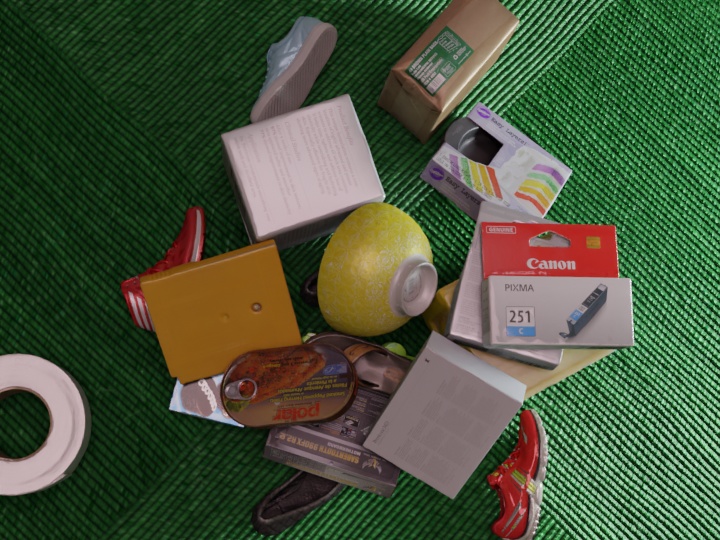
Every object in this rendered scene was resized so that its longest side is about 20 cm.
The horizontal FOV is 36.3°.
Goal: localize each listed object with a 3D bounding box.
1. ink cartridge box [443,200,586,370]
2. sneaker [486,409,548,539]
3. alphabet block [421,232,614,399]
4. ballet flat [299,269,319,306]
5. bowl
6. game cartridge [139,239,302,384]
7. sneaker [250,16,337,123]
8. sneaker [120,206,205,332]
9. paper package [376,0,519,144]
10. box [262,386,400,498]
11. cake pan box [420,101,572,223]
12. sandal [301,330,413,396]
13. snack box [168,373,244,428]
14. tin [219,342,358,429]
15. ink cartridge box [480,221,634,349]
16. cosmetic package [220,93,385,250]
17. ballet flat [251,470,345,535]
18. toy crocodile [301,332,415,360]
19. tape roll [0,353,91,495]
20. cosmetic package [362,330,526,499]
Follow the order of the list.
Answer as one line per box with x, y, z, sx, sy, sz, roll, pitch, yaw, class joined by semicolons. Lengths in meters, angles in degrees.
0.215;0.021;1.524;0.159;0.047;0.201;16;73;-3;ink cartridge box
0.233;0.306;1.651;0.085;0.077;0.201;8;79;0;sneaker
0.228;0.084;1.628;0.199;0.195;0.197;-27;82;-9;alphabet block
0.000;0.000;1.685;0.199;0.057;0.067;-29;85;-10;ballet flat
0.045;0.011;1.562;0.107;0.200;0.201;20;75;38;bowl
-0.197;0.061;1.583;0.199;0.032;0.177;-15;116;-5;game cartridge
-0.120;-0.312;1.730;0.082;0.074;0.200;33;82;31;sneaker
-0.297;-0.005;1.644;0.115;0.078;0.201;9;78;-6;sneaker
0.133;-0.318;1.687;0.103;0.191;0.200;41;80;2;paper package
-0.026;0.227;1.615;0.199;0.048;0.159;17;56;-1;box
0.209;-0.151;1.697;0.200;0.052;0.184;38;46;3;cake pan box
0.004;0.143;1.596;0.199;0.055;0.082;20;90;-1;sandal
-0.205;0.126;1.650;0.116;0.037;0.201;14;79;-4;snack box
-0.101;0.166;1.560;0.199;0.042;0.112;-7;66;13;tin
0.264;0.017;1.483;0.199;0.045;0.177;1;78;-8;ink cartridge box
-0.089;-0.137;1.644;0.199;0.166;0.168;-18;83;-8;cosmetic package
-0.073;0.318;1.607;0.200;0.057;0.067;-38;81;-23;ballet flat
0.006;0.130;1.658;0.199;0.068;0.062;13;86;-4;toy crocodile
-0.492;0.223;1.585;0.201;0.071;0.203;1;80;-6;tape roll
0.114;0.201;1.516;0.150;0.052;0.200;30;121;-1;cosmetic package
